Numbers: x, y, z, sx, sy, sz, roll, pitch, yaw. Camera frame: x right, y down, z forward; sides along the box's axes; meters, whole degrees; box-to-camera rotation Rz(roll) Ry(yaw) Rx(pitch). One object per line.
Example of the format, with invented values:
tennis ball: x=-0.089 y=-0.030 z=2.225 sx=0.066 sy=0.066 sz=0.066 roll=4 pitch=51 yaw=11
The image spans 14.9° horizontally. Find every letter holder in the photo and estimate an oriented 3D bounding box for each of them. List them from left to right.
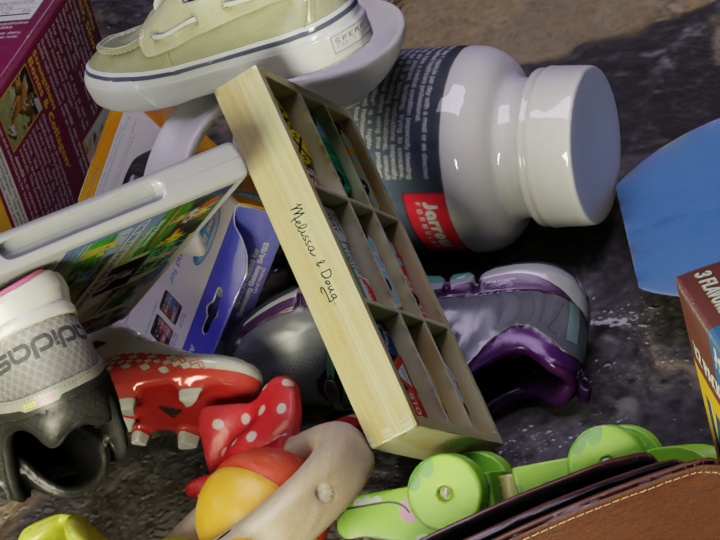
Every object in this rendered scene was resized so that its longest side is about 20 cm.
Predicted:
letter holder: x=0.065 y=0.147 z=1.222 sx=0.200 sy=0.142 sz=0.101 roll=-24 pitch=34 yaw=-10

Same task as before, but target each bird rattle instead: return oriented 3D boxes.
bird rattle: x=-0.052 y=0.124 z=1.333 sx=0.200 sy=0.113 sz=0.163 roll=-32 pitch=6 yaw=-36

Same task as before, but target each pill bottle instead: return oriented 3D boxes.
pill bottle: x=0.039 y=-0.068 z=1.575 sx=0.200 sy=0.120 sz=0.120 roll=-1 pitch=36 yaw=24

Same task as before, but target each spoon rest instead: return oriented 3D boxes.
spoon rest: x=-0.051 y=-0.092 z=1.494 sx=0.099 sy=0.061 sz=0.200 roll=10 pitch=46 yaw=37

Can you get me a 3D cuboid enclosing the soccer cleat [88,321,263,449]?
soccer cleat: x=-0.136 y=0.052 z=1.488 sx=0.200 sy=0.069 sz=0.085 roll=-11 pitch=59 yaw=36

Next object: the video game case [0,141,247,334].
video game case: x=-0.165 y=0.013 z=1.348 sx=0.182 sy=0.022 sz=0.200 roll=-24 pitch=-11 yaw=-30

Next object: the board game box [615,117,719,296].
board game box: x=0.226 y=-0.028 z=1.509 sx=0.158 sy=0.039 sz=0.200 roll=-18 pitch=27 yaw=8

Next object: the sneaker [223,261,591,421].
sneaker: x=0.023 y=0.049 z=1.456 sx=0.200 sy=0.074 sz=0.088 roll=-11 pitch=38 yaw=8

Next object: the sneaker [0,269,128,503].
sneaker: x=-0.158 y=0.080 z=1.322 sx=0.074 sy=0.200 sz=0.087 roll=-21 pitch=70 yaw=-22

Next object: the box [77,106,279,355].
box: x=-0.105 y=-0.011 z=1.563 sx=0.041 sy=0.119 sz=0.200 roll=11 pitch=19 yaw=-34

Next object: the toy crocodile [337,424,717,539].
toy crocodile: x=0.087 y=0.113 z=1.346 sx=0.200 sy=0.062 sz=0.068 roll=-11 pitch=-6 yaw=14

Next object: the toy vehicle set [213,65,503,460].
toy vehicle set: x=0.000 y=0.000 z=1.382 sx=0.027 sy=0.124 sz=0.200 roll=-29 pitch=74 yaw=16

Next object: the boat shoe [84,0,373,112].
boat shoe: x=-0.075 y=-0.129 z=1.442 sx=0.200 sy=0.062 sz=0.072 roll=-9 pitch=22 yaw=43

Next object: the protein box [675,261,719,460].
protein box: x=0.263 y=0.082 z=1.174 sx=0.198 sy=0.200 sz=0.135 roll=-19 pitch=33 yaw=-4

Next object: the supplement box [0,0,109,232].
supplement box: x=-0.233 y=-0.081 z=1.708 sx=0.103 sy=0.131 sz=0.200 roll=-2 pitch=35 yaw=22
